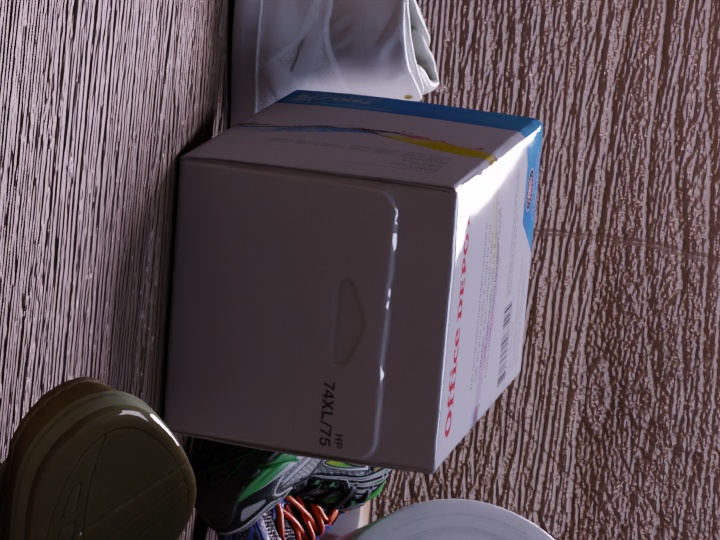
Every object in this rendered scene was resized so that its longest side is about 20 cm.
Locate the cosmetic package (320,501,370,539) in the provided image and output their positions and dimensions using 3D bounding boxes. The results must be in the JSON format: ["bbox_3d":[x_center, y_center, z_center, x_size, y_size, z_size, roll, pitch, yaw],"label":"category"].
[{"bbox_3d":[-0.045,0.225,1.782,0.103,0.087,0.201,89,8,-72],"label":"cosmetic package"}]

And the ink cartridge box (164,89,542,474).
[{"bbox_3d":[0.000,0.000,1.458,0.200,0.145,0.148,-39,135,-70],"label":"ink cartridge box"}]

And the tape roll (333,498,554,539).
[{"bbox_3d":[0.035,0.246,1.666,0.139,0.202,0.204,147,-46,-61],"label":"tape roll"}]

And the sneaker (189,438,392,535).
[{"bbox_3d":[-0.020,0.102,1.565,0.200,0.078,0.086,-30,106,-50],"label":"sneaker"}]

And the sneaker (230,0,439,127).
[{"bbox_3d":[-0.014,-0.092,1.594,0.201,0.115,0.074,93,2,-47],"label":"sneaker"}]

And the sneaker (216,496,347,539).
[{"bbox_3d":[-0.037,0.127,1.667,0.200,0.078,0.076,-72,143,-58],"label":"sneaker"}]

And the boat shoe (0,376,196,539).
[{"bbox_3d":[-0.099,0.087,0.992,0.073,0.063,0.201,-37,156,-13],"label":"boat shoe"}]
